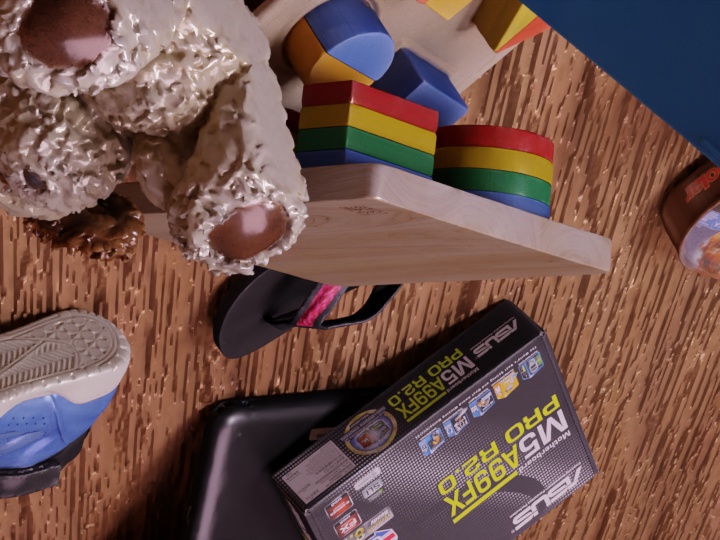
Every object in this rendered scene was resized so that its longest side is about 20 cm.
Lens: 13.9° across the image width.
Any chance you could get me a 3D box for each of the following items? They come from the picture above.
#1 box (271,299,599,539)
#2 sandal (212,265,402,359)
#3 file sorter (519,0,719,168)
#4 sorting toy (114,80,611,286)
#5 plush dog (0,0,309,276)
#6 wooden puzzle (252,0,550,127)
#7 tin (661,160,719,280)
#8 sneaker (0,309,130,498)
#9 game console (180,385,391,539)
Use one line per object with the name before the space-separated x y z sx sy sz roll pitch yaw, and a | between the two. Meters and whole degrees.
box | 0.053 0.135 1.952 0.200 0.044 0.160 -36 137 -12
sandal | 0.000 0.000 1.763 0.200 0.045 0.075 -30 153 6
file sorter | 0.185 -0.138 1.481 0.139 0.200 0.123 -51 150 7
sorting toy | -0.001 -0.046 1.565 0.200 0.070 0.198 -3 167 41
plush dog | -0.133 -0.087 1.432 0.171 0.161 0.200 -24 128 27
wooden puzzle | 0.035 -0.132 1.564 0.200 0.046 0.185 -36 152 17
tin | 0.275 -0.038 1.948 0.112 0.042 0.200 -35 152 24
sneaker | -0.231 0.088 1.678 0.199 0.077 0.111 -12 141 -39
game console | -0.060 0.142 1.989 0.199 0.116 0.176 -4 115 -38
